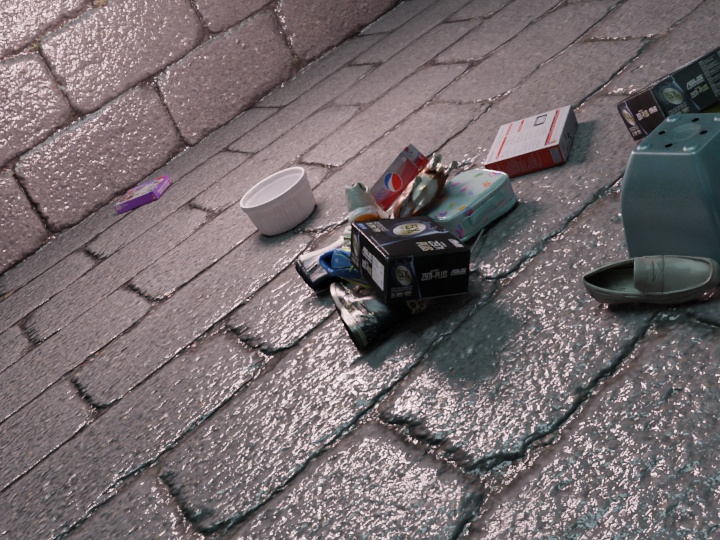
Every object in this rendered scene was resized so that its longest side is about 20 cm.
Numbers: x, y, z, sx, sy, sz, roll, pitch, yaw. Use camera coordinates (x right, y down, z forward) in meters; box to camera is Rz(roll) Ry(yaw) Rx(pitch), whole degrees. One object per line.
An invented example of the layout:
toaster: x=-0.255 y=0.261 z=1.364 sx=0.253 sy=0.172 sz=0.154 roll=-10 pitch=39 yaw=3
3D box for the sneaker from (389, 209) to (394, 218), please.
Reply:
sneaker: x=0.108 y=-0.137 z=1.853 sx=0.080 sy=0.074 sz=0.200 roll=-47 pitch=-1 yaw=37

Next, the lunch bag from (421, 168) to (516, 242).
lunch bag: x=0.218 y=-0.130 z=1.718 sx=0.199 sy=0.078 sz=0.160 roll=-38 pitch=28 yaw=-19

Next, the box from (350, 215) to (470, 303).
box: x=0.086 y=-0.026 z=1.509 sx=0.161 sy=0.087 sz=0.200 roll=-6 pitch=23 yaw=-17

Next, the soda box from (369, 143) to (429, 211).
soda box: x=0.070 y=-0.195 z=1.904 sx=0.200 sy=0.063 sz=0.070 roll=-49 pitch=1 yaw=36

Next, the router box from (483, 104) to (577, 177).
router box: x=0.388 y=-0.289 z=1.875 sx=0.177 sy=0.049 sz=0.201 roll=-13 pitch=29 yaw=31

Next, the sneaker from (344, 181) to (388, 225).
sneaker: x=0.010 y=-0.145 z=1.799 sx=0.075 sy=0.093 sz=0.200 roll=-17 pitch=-5 yaw=7

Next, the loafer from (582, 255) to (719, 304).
loafer: x=0.425 y=0.013 z=1.221 sx=0.198 sy=0.069 sz=0.071 roll=-13 pitch=65 yaw=39

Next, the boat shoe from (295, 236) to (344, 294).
boat shoe: x=-0.036 y=-0.015 z=1.795 sx=0.198 sy=0.075 sz=0.093 roll=-26 pitch=47 yaw=-8

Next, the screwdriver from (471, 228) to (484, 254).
screwdriver: x=0.203 y=-0.024 z=1.585 sx=0.029 sy=0.028 sz=0.201 roll=13 pitch=44 yaw=14

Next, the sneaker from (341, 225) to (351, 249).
sneaker: x=0.031 y=-0.020 z=1.713 sx=0.198 sy=0.077 sz=0.090 roll=21 pitch=80 yaw=38

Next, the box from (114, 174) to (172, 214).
box: x=-0.831 y=-0.292 z=3.164 sx=0.198 sy=0.039 sz=0.137 roll=-17 pitch=28 yaw=25

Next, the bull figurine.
bull figurine: x=0.136 y=-0.175 z=1.697 sx=0.201 sy=0.065 sz=0.122 roll=-56 pitch=1 yaw=-27

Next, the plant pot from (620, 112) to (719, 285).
plant pot: x=0.512 y=-0.124 z=1.254 sx=0.195 sy=0.202 sz=0.195 roll=-40 pitch=27 yaw=-23

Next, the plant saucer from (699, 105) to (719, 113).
plant saucer: x=0.675 y=-0.253 z=1.529 sx=0.198 sy=0.031 sz=0.201 roll=-23 pitch=26 yaw=12

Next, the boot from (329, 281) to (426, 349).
boot: x=0.031 y=0.058 z=1.568 sx=0.152 sy=0.074 sz=0.204 roll=-27 pitch=29 yaw=-3

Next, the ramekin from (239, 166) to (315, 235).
ramekin: x=-0.216 y=-0.183 z=2.237 sx=0.198 sy=0.106 sz=0.201 roll=-23 pitch=26 yaw=12

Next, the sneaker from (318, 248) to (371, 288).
sneaker: x=0.000 y=0.000 z=1.633 sx=0.198 sy=0.077 sz=0.104 roll=10 pitch=4 yaw=35

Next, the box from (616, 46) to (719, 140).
box: x=0.630 y=-0.350 z=1.615 sx=0.198 sy=0.087 sz=0.164 roll=-30 pitch=3 yaw=-3
